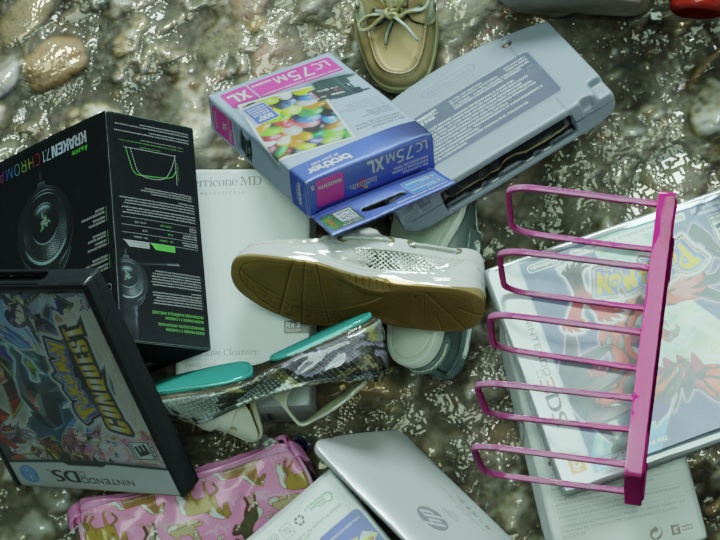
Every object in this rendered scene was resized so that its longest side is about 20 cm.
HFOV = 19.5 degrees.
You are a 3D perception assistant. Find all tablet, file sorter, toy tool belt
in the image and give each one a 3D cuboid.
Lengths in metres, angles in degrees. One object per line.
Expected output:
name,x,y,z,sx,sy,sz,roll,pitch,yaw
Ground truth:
tablet,0.063,0.192,1.608,0.200,0.130,0.014,42,112,26
file sorter,0.152,0.052,1.500,0.125,0.139,0.201,7,77,9
toy tool belt,0.205,-0.277,1.732,0.199,0.125,0.123,4,84,6

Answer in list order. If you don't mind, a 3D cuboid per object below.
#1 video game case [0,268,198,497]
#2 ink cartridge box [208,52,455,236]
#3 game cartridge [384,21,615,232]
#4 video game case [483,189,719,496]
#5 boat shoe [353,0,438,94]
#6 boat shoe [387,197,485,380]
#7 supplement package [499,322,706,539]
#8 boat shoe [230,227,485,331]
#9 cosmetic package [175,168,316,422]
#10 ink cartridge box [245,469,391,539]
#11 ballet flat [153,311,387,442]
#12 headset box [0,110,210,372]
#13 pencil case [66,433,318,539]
video game case,-0.234,0.087,1.609,0.180,0.200,0.026,0,34,35
ink cartridge box,-0.025,-0.105,1.683,0.119,0.042,0.200,-22,41,-22
game cartridge,0.094,-0.122,1.714,0.200,0.041,0.133,-31,46,-3
video game case,0.215,0.052,1.575,0.200,0.023,0.183,-19,76,-2
boat shoe,0.026,-0.249,1.771,0.073,0.063,0.201,-6,76,3
boat shoe,0.067,-0.005,1.715,0.073,0.062,0.200,-13,57,38
supplement package,0.185,0.130,1.630,0.117,0.117,0.201,-12,74,1
boat shoe,0.000,0.000,1.644,0.199,0.071,0.069,9,49,0
cosmetic package,-0.091,0.021,1.703,0.113,0.081,0.201,-3,77,2
ink cartridge box,0.005,0.255,1.581,0.095,0.037,0.200,-40,73,-7
ballet flat,-0.071,0.093,1.611,0.200,0.072,0.072,-18,75,0
headset box,-0.213,-0.002,1.672,0.174,0.093,0.201,-19,70,43
pencil case,-0.128,0.194,1.662,0.200,0.083,0.087,-19,75,1
